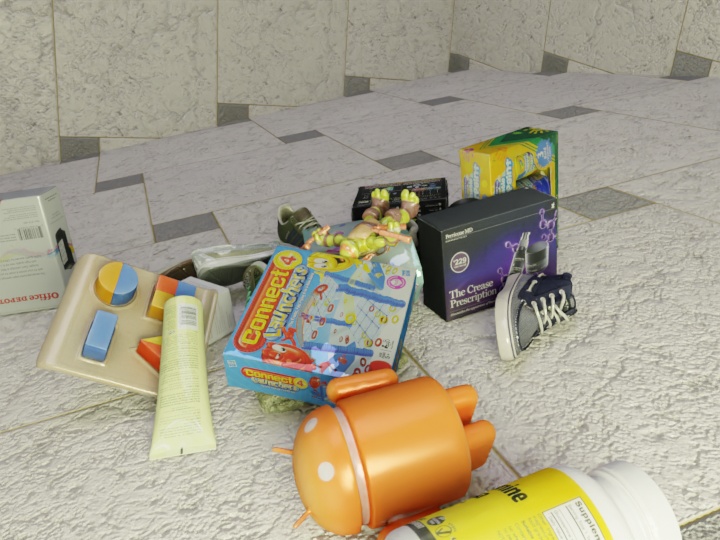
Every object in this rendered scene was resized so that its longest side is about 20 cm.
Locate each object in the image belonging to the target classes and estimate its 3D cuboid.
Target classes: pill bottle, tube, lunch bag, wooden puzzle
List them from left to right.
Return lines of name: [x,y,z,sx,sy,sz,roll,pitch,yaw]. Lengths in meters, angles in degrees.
wooden puzzle: [-0.293,0.065,0.877,0.196,0.047,0.188,16,46,-15]
tube: [-0.215,0.126,0.809,0.058,0.051,0.203,-36,47,29]
lunch bag: [0.000,0.000,1.018,0.166,0.125,0.200,-9,20,-5]
pill bottle: [0.122,0.210,0.479,0.196,0.115,0.112,-15,23,-17]

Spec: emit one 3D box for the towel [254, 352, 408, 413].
towel: [-0.051,0.117,0.867,0.196,0.037,0.148,-16,25,-19]

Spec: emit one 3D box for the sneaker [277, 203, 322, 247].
sneaker: [-0.105,-0.071,1.265,0.066,0.092,0.199,-19,25,-28]

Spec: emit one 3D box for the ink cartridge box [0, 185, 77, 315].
ink cartridge box: [-0.604,-0.036,1.212,0.142,0.205,0.083,-7,19,0]

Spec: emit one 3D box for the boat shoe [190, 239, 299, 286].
boat shoe: [-0.189,-0.021,1.153,0.198,0.075,0.065,-11,55,-30]

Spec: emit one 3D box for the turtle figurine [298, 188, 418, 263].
turtle figurine: [0.020,-0.053,0.927,0.197,0.065,0.161,-6,29,42]

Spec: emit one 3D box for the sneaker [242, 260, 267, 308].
sneaker: [-0.156,0.046,1.042,0.088,0.078,0.199,-36,26,-19]

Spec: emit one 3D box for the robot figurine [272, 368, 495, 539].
robot figurine: [0.023,0.168,0.611,0.196,0.147,0.116,-13,0,-14]

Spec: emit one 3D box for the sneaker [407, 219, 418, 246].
sneaker: [0.014,-0.052,1.159,0.195,0.088,0.076,-8,50,4]

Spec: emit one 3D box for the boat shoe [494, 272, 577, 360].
boat shoe: [0.231,0.050,0.872,0.091,0.076,0.200,-7,20,22]

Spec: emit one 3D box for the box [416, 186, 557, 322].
box: [0.189,-0.027,0.989,0.196,0.144,0.079,-17,23,-19]

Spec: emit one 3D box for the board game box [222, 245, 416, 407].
board game box: [-0.042,0.066,0.825,0.191,0.057,0.202,9,43,9]

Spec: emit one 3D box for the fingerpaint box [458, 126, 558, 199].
fingerpaint box: [0.246,-0.113,1.095,0.164,0.205,0.073,-21,26,-31]

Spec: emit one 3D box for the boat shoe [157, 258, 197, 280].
boat shoe: [-0.325,0.027,1.148,0.197,0.073,0.076,-19,9,-29]

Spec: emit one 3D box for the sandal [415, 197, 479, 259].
sandal: [0.127,-0.064,1.081,0.074,0.201,0.046,-4,60,-31]

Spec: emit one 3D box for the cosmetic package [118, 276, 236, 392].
cosmetic package: [-0.289,0.086,0.975,0.100,0.073,0.198,13,30,39]

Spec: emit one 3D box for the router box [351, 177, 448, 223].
router box: [0.085,-0.134,1.386,0.195,0.064,0.150,-4,23,9]
